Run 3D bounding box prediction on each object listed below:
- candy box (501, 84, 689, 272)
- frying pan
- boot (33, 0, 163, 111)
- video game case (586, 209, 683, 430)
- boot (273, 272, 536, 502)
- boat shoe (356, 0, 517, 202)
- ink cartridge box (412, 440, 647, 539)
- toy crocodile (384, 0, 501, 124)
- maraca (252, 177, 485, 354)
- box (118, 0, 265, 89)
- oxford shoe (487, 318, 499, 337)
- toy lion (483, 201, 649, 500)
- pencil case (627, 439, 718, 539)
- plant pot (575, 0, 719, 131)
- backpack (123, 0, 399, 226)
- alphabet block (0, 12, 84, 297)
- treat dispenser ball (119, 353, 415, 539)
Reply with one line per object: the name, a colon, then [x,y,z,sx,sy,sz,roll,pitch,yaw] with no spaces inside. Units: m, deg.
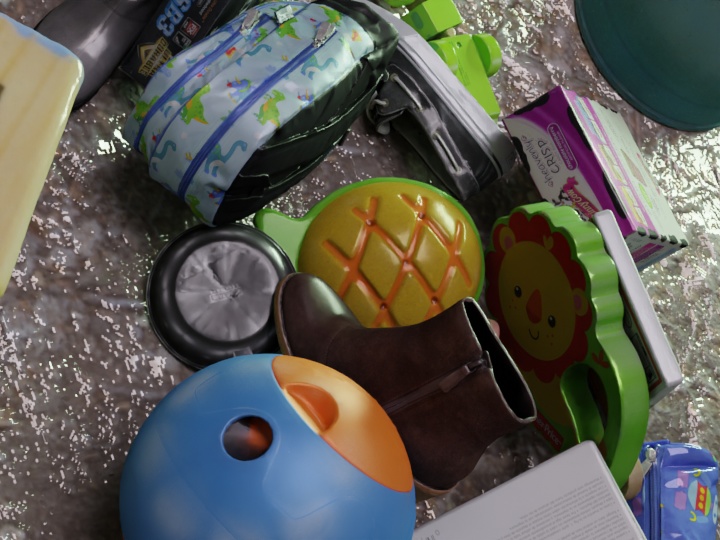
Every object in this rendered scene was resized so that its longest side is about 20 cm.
candy box: [0.196,-0.070,1.882,0.136,0.061,0.200,64,17,12]
frying pan: [-0.104,0.054,1.675,0.115,0.031,0.190,7,77,-7]
boot: [-0.175,-0.214,1.720,0.070,0.132,0.200,39,49,-11]
video game case: [0.179,0.055,1.770,0.017,0.200,0.143,-15,74,-22]
boot: [0.032,0.056,1.609,0.072,0.166,0.200,-16,71,-44]
boat shoe: [0.039,-0.140,1.866,0.071,0.072,0.200,-42,78,-16]
ink cartridge box: [0.119,0.243,1.647,0.200,0.044,0.174,-27,80,0]
toy crocodile: [0.061,-0.207,1.935,0.067,0.062,0.200,-20,82,-41]
maraca: [0.000,0.000,1.741,0.200,0.107,0.137,-8,85,-16]
box: [-0.082,-0.247,1.741,0.050,0.200,0.199,37,40,-2]
oxford shoe: [0.037,0.105,1.705,0.074,0.071,0.200,36,64,-6]
toy lion: [0.153,0.055,1.733,0.069,0.192,0.200,-10,42,-32]
pencil case: [0.239,0.225,1.793,0.087,0.078,0.200,47,40,-44]
plant pot: [0.328,-0.256,2.057,0.200,0.188,0.200,16,57,-27]
backpack: [-0.081,-0.116,1.696,0.154,0.163,0.200,35,42,-8]
alphabet block: [-0.323,-0.064,1.493,0.196,0.195,0.200,27,51,-17]
treat dispenser ball: [-0.063,0.157,1.541,0.201,0.201,0.201,17,56,-27]
